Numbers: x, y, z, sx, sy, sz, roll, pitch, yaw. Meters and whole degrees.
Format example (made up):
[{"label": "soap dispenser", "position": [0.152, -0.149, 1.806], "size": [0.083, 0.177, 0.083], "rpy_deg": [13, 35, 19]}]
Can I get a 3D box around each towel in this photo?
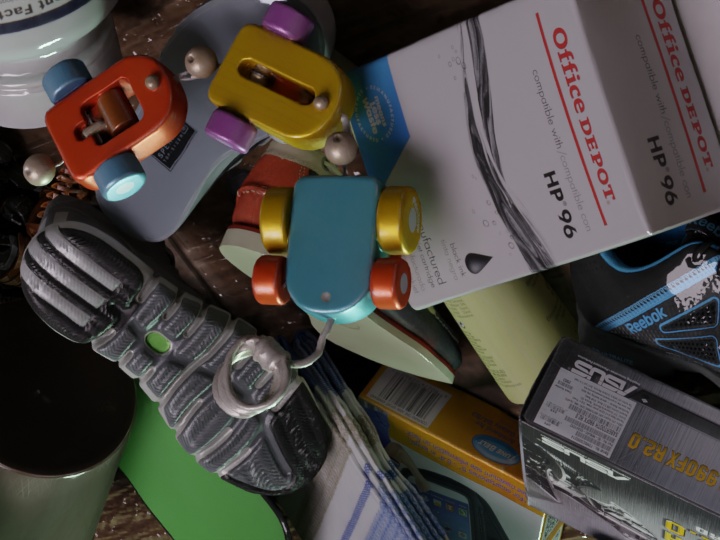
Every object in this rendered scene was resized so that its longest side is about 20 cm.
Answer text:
[{"label": "towel", "position": [0.004, 0.140, 1.394], "size": [0.200, 0.024, 0.147], "rpy_deg": [54, 154, 19]}]

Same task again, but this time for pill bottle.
[{"label": "pill bottle", "position": [-0.174, -0.172, 1.236], "size": [0.110, 0.111, 0.201], "rpy_deg": [15, 137, 29]}]

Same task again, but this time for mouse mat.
[{"label": "mouse mat", "position": [-0.099, 0.121, 1.477], "size": [0.200, 0.008, 0.161], "rpy_deg": [48, 154, 28]}]

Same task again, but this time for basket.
[{"label": "basket", "position": [-0.210, 0.115, 1.499], "size": [0.136, 0.180, 0.200], "rpy_deg": [46, 145, 10]}]

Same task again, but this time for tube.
[{"label": "tube", "position": [0.041, -0.025, 1.248], "size": [0.058, 0.052, 0.200], "rpy_deg": [-13, 119, 50]}]

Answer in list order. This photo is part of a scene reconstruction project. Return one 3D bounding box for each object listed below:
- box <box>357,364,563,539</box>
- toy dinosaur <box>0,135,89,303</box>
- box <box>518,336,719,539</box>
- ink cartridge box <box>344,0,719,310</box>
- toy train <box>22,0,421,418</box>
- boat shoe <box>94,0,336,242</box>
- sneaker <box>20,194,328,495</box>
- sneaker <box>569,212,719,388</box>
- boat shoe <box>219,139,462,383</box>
[{"label": "box", "position": [0.049, 0.147, 1.428], "size": [0.119, 0.042, 0.201], "rpy_deg": [26, 139, 18]}, {"label": "toy dinosaur", "position": [-0.204, -0.033, 1.446], "size": [0.135, 0.102, 0.200], "rpy_deg": [35, 127, -19]}, {"label": "box", "position": [0.174, 0.115, 1.223], "size": [0.199, 0.049, 0.159], "rpy_deg": [26, 164, 13]}, {"label": "ink cartridge box", "position": [0.089, -0.064, 1.124], "size": [0.199, 0.068, 0.117], "rpy_deg": [-19, 89, 49]}, {"label": "toy train", "position": [-0.055, -0.033, 1.168], "size": [0.201, 0.150, 0.056], "rpy_deg": [55, -172, 22]}, {"label": "boat shoe", "position": [-0.062, -0.087, 1.261], "size": [0.073, 0.068, 0.200], "rpy_deg": [39, 137, 2]}, {"label": "sneaker", "position": [-0.094, 0.026, 1.365], "size": [0.075, 0.116, 0.200], "rpy_deg": [-41, 111, 13]}, {"label": "sneaker", "position": [0.177, 0.016, 1.156], "size": [0.199, 0.073, 0.082], "rpy_deg": [9, 132, 34]}, {"label": "boat shoe", "position": [0.000, 0.000, 1.273], "size": [0.071, 0.063, 0.200], "rpy_deg": [10, 162, 35]}]
